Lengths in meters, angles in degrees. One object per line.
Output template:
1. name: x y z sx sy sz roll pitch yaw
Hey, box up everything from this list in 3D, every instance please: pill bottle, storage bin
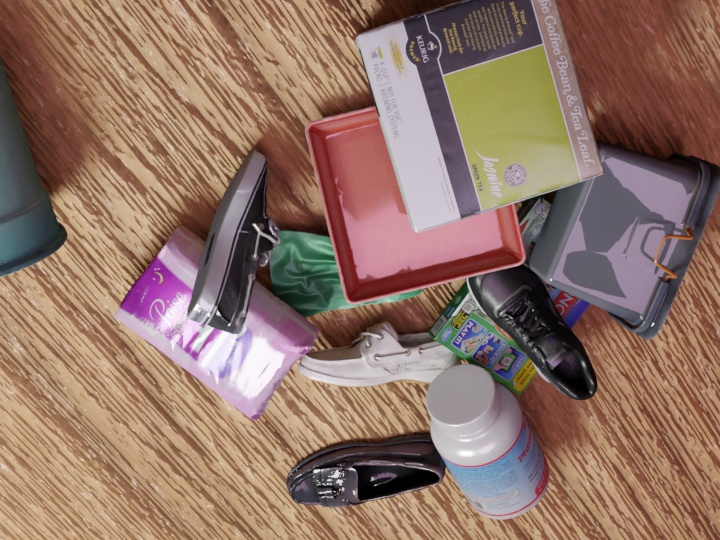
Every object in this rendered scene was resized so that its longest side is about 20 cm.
1. pill bottle: 0.146 0.198 1.481 0.108 0.109 0.200 -24 136 6
2. storage bin: 0.276 -0.043 1.361 0.134 0.146 0.201 18 101 -12

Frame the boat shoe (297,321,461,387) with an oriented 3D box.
1. boat shoe: 0.024 0.091 1.464 0.199 0.071 0.070 -2 107 -21

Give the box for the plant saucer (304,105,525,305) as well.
1. plant saucer: 0.059 -0.083 1.360 0.199 0.037 0.201 -14 96 -1

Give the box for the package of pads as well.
1. package of pads: -0.154 0.056 1.386 0.200 0.076 0.121 37 113 -1

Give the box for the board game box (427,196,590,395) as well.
1. board game box: 0.189 0.028 1.449 0.134 0.029 0.200 33 99 -20

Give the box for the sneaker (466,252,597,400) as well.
1. sneaker: 0.199 0.062 1.399 0.076 0.088 0.200 -42 112 4

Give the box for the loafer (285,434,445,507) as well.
1. loafer: 0.007 0.250 1.546 0.199 0.063 0.072 -14 118 1

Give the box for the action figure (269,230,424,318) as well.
1. action figure: 0.000 0.000 1.419 0.199 0.055 0.119 -4 116 0

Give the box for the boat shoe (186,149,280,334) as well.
1. boat shoe: -0.120 -0.029 1.328 0.068 0.200 0.074 23 150 -17

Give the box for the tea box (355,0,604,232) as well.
1. tea box: 0.115 -0.166 1.266 0.196 0.134 0.201 -16 98 2

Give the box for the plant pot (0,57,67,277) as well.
1. plant pot: -0.408 -0.107 1.251 0.199 0.200 0.197 -9 110 -2
